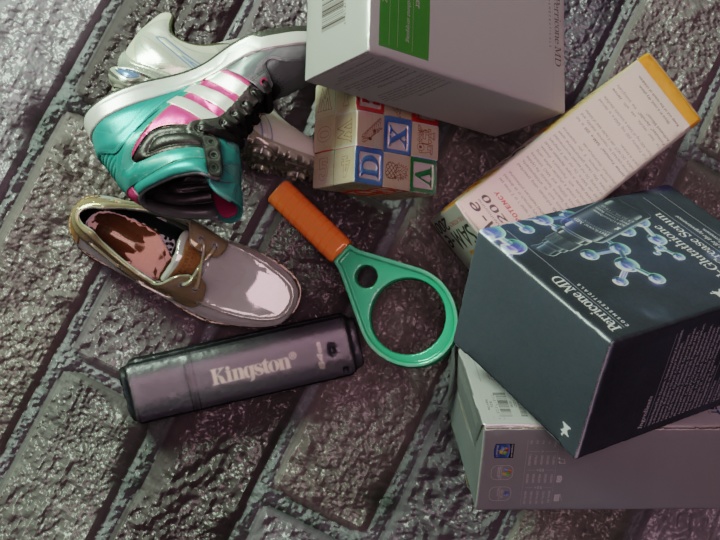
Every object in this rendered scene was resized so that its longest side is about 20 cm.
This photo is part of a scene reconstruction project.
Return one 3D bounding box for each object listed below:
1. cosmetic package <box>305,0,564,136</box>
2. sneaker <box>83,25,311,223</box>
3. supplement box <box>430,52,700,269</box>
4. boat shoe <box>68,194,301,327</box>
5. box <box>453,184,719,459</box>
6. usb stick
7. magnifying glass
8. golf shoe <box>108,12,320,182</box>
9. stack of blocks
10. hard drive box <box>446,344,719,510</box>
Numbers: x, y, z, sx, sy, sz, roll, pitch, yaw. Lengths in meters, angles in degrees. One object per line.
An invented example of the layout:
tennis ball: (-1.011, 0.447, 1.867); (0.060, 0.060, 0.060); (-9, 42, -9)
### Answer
cosmetic package: (0.061, -0.181, 0.941); (0.200, 0.085, 0.108); (8, 76, -36)
sneaker: (-0.098, -0.100, 0.918); (0.200, 0.084, 0.121); (-23, 68, -2)
supplement box: (0.163, -0.081, 1.003); (0.200, 0.126, 0.074); (-38, 90, -8)
boat shoe: (-0.144, -0.004, 0.997); (0.200, 0.068, 0.075); (19, 84, -3)
box: (0.197, 0.031, 0.907); (0.200, 0.148, 0.107); (-14, 130, -31)
usb stick: (-0.098, 0.080, 1.013); (0.200, 0.033, 0.055); (-12, 86, -6)
magnifying glass: (0.000, 0.000, 1.010); (0.200, 0.022, 0.080); (44, 94, 15)
golf shoe: (-0.104, -0.146, 1.012); (0.200, 0.078, 0.097); (27, 78, -4)
stack of blocks: (0.026, -0.161, 1.005); (0.115, 0.059, 0.200); (6, 84, -37)
hard drive box: (0.179, 0.115, 0.966); (0.200, 0.156, 0.077); (1, 114, -4)
